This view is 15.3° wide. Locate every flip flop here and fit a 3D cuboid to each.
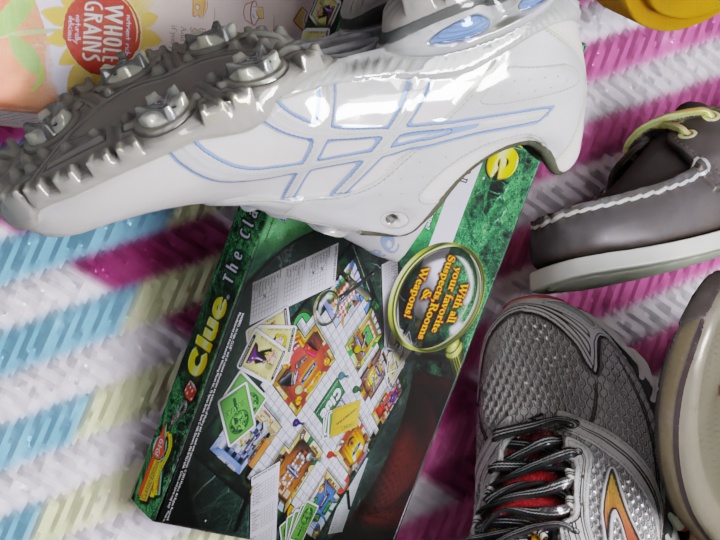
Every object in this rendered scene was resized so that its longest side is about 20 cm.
[{"bbox_3d":[0.154,0.089,0.948,0.081,0.057,0.201,-43,121,-50],"label":"flip flop"}]

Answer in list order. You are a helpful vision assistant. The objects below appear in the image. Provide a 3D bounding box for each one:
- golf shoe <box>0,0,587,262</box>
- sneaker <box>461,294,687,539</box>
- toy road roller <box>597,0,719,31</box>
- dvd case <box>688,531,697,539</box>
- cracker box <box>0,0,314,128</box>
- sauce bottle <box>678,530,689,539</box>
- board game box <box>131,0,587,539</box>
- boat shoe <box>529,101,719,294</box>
[{"bbox_3d":[-0.016,-0.036,0.849,0.199,0.078,0.097,-21,115,-8],"label":"golf shoe"},{"bbox_3d":[0.073,0.098,0.949,0.082,0.078,0.201,31,45,-50],"label":"sneaker"},{"bbox_3d":[0.123,-0.182,0.966,0.123,0.146,0.201,-28,133,-33],"label":"toy road roller"},{"bbox_3d":[0.159,0.122,1.026,0.149,0.016,0.201,29,61,-57],"label":"dvd case"},{"bbox_3d":[-0.052,-0.112,0.922,0.199,0.058,0.134,4,87,-33],"label":"cracker box"},{"bbox_3d":[0.109,0.177,1.008,0.066,0.066,0.201,12,81,-33],"label":"sauce bottle"},{"bbox_3d":[0.000,0.000,0.926,0.105,0.023,0.201,16,100,-34],"label":"board game box"},{"bbox_3d":[0.135,-0.036,1.040,0.201,0.072,0.061,-15,91,-41],"label":"boat shoe"}]
